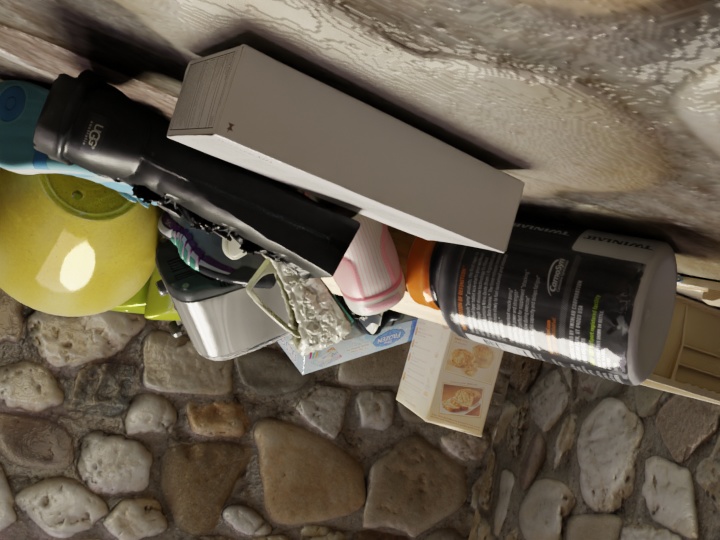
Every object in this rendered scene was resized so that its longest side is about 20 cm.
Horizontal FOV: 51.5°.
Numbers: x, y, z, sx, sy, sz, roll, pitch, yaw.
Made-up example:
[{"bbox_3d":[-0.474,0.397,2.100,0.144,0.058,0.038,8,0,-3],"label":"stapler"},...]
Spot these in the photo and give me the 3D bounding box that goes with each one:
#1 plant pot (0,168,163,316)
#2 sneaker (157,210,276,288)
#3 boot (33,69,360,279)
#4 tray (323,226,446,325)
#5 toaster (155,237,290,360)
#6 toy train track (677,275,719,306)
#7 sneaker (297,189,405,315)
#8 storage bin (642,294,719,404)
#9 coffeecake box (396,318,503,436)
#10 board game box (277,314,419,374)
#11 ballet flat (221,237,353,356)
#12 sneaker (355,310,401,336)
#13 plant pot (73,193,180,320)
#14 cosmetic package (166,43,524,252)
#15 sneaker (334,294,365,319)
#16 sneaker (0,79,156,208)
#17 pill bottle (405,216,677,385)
[{"bbox_3d":[-0.287,-0.071,0.771,0.198,0.203,0.142,17,152,-24],"label":"plant pot"},{"bbox_3d":[-0.137,-0.051,0.713,0.074,0.089,0.199,9,-166,-41],"label":"sneaker"},{"bbox_3d":[-0.108,-0.064,0.516,0.198,0.066,0.165,22,-170,-17],"label":"boot"},{"bbox_3d":[0.016,-0.015,0.766,0.197,0.099,0.037,15,138,4],"label":"tray"},{"bbox_3d":[-0.127,0.011,0.843,0.198,0.130,0.114,-22,-132,-19],"label":"toaster"},{"bbox_3d":[0.239,0.013,0.693,0.198,0.033,0.114,12,174,41],"label":"toy train track"},{"bbox_3d":[-0.021,-0.052,0.660,0.106,0.075,0.201,67,174,-32],"label":"sneaker"},{"bbox_3d":[0.327,0.082,0.862,0.196,0.095,0.200,17,177,-20],"label":"storage bin"},{"bbox_3d":[0.117,0.079,0.904,0.072,0.203,0.153,16,177,-9],"label":"coffeecake box"},{"bbox_3d":[-0.039,0.040,1.013,0.197,0.044,0.200,-12,-141,-31],"label":"board game box"},{"bbox_3d":[-0.073,-0.011,0.614,0.071,0.072,0.202,10,134,59],"label":"ballet flat"},{"bbox_3d":[-0.017,0.024,0.931,0.196,0.080,0.130,2,-146,-15],"label":"sneaker"},{"bbox_3d":[-0.284,-0.028,1.061,0.179,0.202,0.200,12,180,22],"label":"plant pot"},{"bbox_3d":[-0.003,-0.065,0.436,0.198,0.051,0.082,19,180,-33],"label":"cosmetic package"},{"bbox_3d":[0.000,0.000,0.855,0.198,0.071,0.090,-15,-155,-36],"label":"sneaker"},{"bbox_3d":[-0.243,-0.106,0.677,0.197,0.081,0.130,16,175,17],"label":"sneaker"},{"bbox_3d":[0.133,0.013,0.587,0.198,0.108,0.106,14,176,35],"label":"pill bottle"}]
